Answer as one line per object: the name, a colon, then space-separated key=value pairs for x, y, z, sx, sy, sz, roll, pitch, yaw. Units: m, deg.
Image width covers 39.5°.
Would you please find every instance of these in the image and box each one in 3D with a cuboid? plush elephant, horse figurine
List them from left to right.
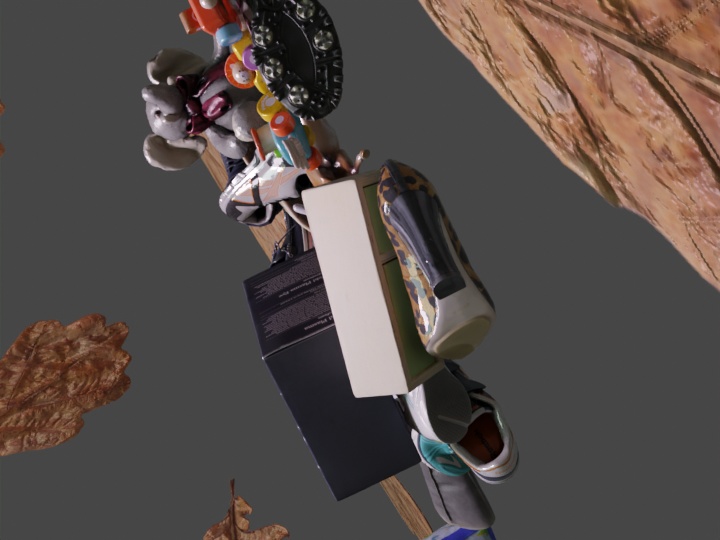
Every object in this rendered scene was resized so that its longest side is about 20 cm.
plush elephant: x=-0.194 y=-0.204 z=1.203 sx=0.200 sy=0.154 sz=0.165 roll=103 pitch=159 yaw=-82
horse figurine: x=-0.036 y=-0.134 z=1.034 sx=0.201 sy=0.050 sz=0.132 roll=63 pitch=162 yaw=-7

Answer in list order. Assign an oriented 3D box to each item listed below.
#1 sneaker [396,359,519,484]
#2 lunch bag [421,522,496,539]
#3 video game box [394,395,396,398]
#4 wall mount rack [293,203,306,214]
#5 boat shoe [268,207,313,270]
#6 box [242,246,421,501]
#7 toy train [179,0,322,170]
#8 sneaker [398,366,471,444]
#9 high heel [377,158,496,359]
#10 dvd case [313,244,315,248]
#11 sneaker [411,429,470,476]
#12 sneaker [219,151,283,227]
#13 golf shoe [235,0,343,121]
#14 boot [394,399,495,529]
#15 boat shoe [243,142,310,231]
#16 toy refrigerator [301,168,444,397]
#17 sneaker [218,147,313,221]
sneaker: x=0.101 y=0.145 z=1.105 sx=0.200 sy=0.078 sz=0.079 roll=44 pitch=170 yaw=18
lunch bag: x=0.140 y=0.477 z=1.622 sx=0.128 sy=0.170 sz=0.200 roll=52 pitch=166 yaw=35
video game box: x=0.015 y=0.088 z=1.356 sx=0.182 sy=0.047 sz=0.200 roll=50 pitch=168 yaw=3
wall mount rack: x=0.000 y=0.000 z=1.180 sx=0.174 sy=0.074 sz=0.200 roll=57 pitch=169 yaw=26
boat shoe: x=-0.097 y=-0.013 z=1.393 sx=0.075 sy=0.062 sz=0.201 roll=98 pitch=168 yaw=-60
box: x=-0.034 y=0.106 z=1.085 sx=0.182 sy=0.104 sz=0.201 roll=-120 pitch=5 yaw=-64
toy train: x=-0.107 y=-0.173 z=0.930 sx=0.201 sy=0.055 sz=0.150 roll=64 pitch=-168 yaw=-2
sneaker: x=0.051 y=0.080 z=1.035 sx=0.080 sy=0.070 sz=0.201 roll=-9 pitch=94 yaw=59
high heel: x=0.064 y=-0.007 z=0.910 sx=0.200 sy=0.071 sz=0.143 roll=70 pitch=177 yaw=-60
dvd case: x=-0.034 y=-0.023 z=1.439 sx=0.200 sy=0.022 sz=0.146 roll=39 pitch=158 yaw=60
sneaker: x=0.108 y=0.200 z=1.255 sx=0.080 sy=0.077 sz=0.200 roll=37 pitch=158 yaw=43
sneaker: x=-0.166 y=-0.155 z=1.384 sx=0.203 sy=0.077 sz=0.146 roll=64 pitch=-166 yaw=-13
golf shoe: x=-0.068 y=-0.227 z=0.900 sx=0.201 sy=0.077 sz=0.088 roll=64 pitch=-174 yaw=3
boot: x=0.099 y=0.284 z=1.459 sx=0.181 sy=0.073 sz=0.200 roll=20 pitch=152 yaw=37
boat shoe: x=-0.104 y=-0.132 z=1.327 sx=0.200 sy=0.072 sz=0.065 roll=53 pitch=170 yaw=5
toy refrigerator: x=0.016 y=0.010 z=0.938 sx=0.070 sy=0.076 sz=0.201 roll=-10 pitch=98 yaw=34
sneaker: x=-0.107 y=-0.106 z=1.226 sx=0.080 sy=0.074 sz=0.200 roll=46 pitch=141 yaw=-2
